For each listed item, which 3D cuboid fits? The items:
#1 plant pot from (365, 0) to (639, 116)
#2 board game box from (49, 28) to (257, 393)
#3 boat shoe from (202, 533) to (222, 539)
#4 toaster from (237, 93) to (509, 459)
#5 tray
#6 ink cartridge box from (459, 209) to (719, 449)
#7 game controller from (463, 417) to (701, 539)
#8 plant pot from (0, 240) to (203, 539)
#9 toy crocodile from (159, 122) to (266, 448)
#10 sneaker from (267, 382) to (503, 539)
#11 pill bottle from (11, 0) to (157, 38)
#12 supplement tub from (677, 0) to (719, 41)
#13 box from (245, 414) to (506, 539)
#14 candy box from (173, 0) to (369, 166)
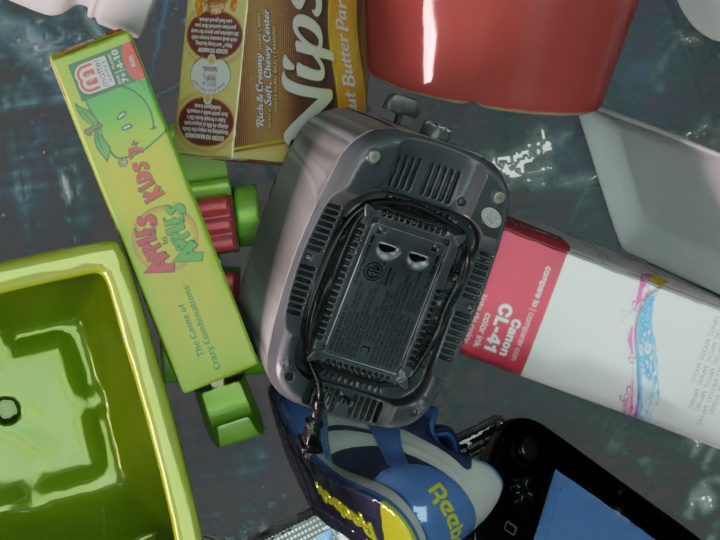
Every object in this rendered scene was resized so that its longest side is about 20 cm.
[{"bbox_3d":[0.087,-0.191,1.544,0.200,0.200,0.178,7,103,-4],"label":"plant pot"},{"bbox_3d":[-0.120,-0.036,1.509,0.048,0.102,0.200,-21,98,-6],"label":"board game box"},{"bbox_3d":[-0.166,0.214,1.557,0.200,0.093,0.075,-31,74,-2],"label":"boat shoe"},{"bbox_3d":[0.000,0.000,1.509,0.113,0.129,0.200,16,101,-19],"label":"toaster"},{"bbox_3d":[0.197,-0.039,1.541,0.022,0.200,0.108,-26,114,-17],"label":"tray"},{"bbox_3d":[0.152,0.035,1.574,0.200,0.148,0.086,22,95,-4],"label":"ink cartridge box"},{"bbox_3d":[0.140,0.174,1.590,0.200,0.042,0.104,36,51,-29],"label":"game controller"},{"bbox_3d":[-0.206,0.094,1.539,0.199,0.181,0.200,-14,95,-2],"label":"plant pot"},{"bbox_3d":[-0.091,0.007,1.600,0.067,0.062,0.200,-4,93,-3],"label":"toy crocodile"},{"bbox_3d":[0.011,0.113,1.560,0.082,0.200,0.074,-30,124,-17],"label":"sneaker"},{"bbox_3d":[-0.204,-0.220,1.554,0.200,0.113,0.114,23,92,-5],"label":"pill bottle"},{"bbox_3d":[0.295,-0.188,1.538,0.200,0.145,0.145,1,94,-32],"label":"supplement tub"},{"bbox_3d":[0.042,0.218,1.629,0.200,0.048,0.193,-26,92,-1],"label":"box"},{"bbox_3d":[-0.046,-0.162,1.566,0.115,0.055,0.200,2,95,-49],"label":"candy box"}]
